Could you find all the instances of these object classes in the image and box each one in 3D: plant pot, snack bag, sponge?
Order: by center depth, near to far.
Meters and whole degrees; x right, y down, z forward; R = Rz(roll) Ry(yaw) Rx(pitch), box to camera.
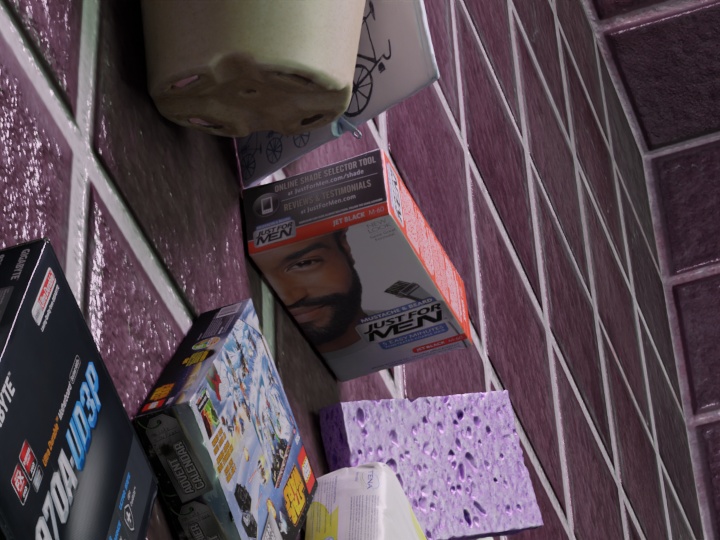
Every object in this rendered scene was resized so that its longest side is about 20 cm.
[{"bbox_3d":[-0.071,-0.194,1.720,0.200,0.200,0.184,45,43,-65],"label":"plant pot"},{"bbox_3d":[-0.030,-0.178,1.841,0.021,0.200,0.189,10,63,-45],"label":"snack bag"},{"bbox_3d":[0.055,0.150,1.952,0.200,0.030,0.112,-1,74,-47],"label":"sponge"}]

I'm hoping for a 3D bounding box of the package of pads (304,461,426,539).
[{"bbox_3d":[0.022,0.250,1.804,0.155,0.068,0.200,-88,159,-52],"label":"package of pads"}]

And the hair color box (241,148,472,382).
[{"bbox_3d":[0.000,0.000,1.914,0.200,0.111,0.064,56,22,-53],"label":"hair color box"}]

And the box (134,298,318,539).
[{"bbox_3d":[-0.079,0.113,1.598,0.200,0.040,0.137,-63,135,-72],"label":"box"}]

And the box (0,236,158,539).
[{"bbox_3d":[-0.159,0.101,1.255,0.200,0.046,0.159,-80,152,-61],"label":"box"}]

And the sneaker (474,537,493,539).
[{"bbox_3d":[0.058,0.221,2.014,0.200,0.076,0.081,61,24,-22],"label":"sneaker"}]
